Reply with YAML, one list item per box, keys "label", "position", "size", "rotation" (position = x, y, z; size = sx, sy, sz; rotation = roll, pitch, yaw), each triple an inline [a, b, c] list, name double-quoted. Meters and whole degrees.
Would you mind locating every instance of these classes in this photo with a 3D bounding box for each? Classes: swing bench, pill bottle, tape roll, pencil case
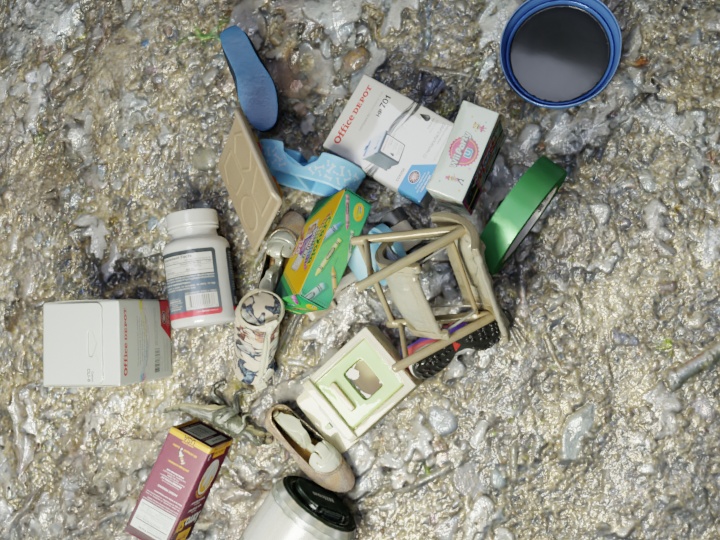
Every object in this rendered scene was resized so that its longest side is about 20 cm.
- label: "swing bench"
  position: [0.111, 0.028, 1.326]
  size: [0.199, 0.130, 0.199]
  rotation: [-17, 127, 9]
- label: "pill bottle"
  position: [-0.285, -0.003, 1.504]
  size: [0.119, 0.120, 0.201]
  rotation: [-9, 85, 11]
- label: "tape roll"
  position: [0.250, -0.086, 1.355]
  size: [0.048, 0.200, 0.201]
  rotation: [37, 95, 11]
- label: "pencil case"
  position: [-0.173, 0.116, 1.440]
  size: [0.078, 0.200, 0.089]
  rotation: [-27, 62, -28]

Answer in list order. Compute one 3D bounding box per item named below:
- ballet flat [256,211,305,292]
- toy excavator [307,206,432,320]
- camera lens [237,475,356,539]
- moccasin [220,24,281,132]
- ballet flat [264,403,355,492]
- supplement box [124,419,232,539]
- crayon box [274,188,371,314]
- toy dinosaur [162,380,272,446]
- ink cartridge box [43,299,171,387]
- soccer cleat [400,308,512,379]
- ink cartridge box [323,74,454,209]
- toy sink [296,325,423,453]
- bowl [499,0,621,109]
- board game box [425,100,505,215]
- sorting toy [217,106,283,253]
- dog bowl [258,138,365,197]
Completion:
- label: "ballet flat"
  position: [-0.143, -0.008, 1.493]
  size: [0.068, 0.067, 0.201]
  rotation: [13, 90, 16]
- label: "toy excavator"
  position: [0.000, 0.000, 1.446]
  size: [0.200, 0.195, 0.100]
  rotation: [-29, 81, -19]
- label: "camera lens"
  position: [-0.115, 0.459, 1.424]
  size: [0.160, 0.160, 0.200]
  rotation: [34, 94, 11]
- label: "moccasin"
  position: [-0.188, -0.342, 1.530]
  size: [0.080, 0.068, 0.201]
  rotation: [-17, 85, 3]
- label: "ballet flat"
  position: [-0.089, 0.302, 1.460]
  size: [0.200, 0.067, 0.068]
  rotation: [36, 58, 15]
- label: "supplement box"
  position: [-0.316, 0.374, 1.496]
  size: [0.085, 0.110, 0.201]
  rotation: [25, 93, 12]
- label: "crayon box"
  position: [-0.065, -0.029, 1.423]
  size: [0.058, 0.119, 0.200]
  rotation: [31, 70, -22]
- label: "toy dinosaur"
  position: [-0.241, 0.244, 1.511]
  size: [0.199, 0.047, 0.088]
  rotation: [19, 73, 2]
- label: "ink cartridge box"
  position: [-0.437, 0.124, 1.488]
  size: [0.144, 0.200, 0.146]
  rotation: [-2, 86, 11]
- label: "soccer cleat"
  position: [0.159, 0.110, 1.426]
  size: [0.200, 0.073, 0.068]
  rotation: [-27, 117, -13]
- label: "ink cartridge box"
  position: [0.060, -0.220, 1.461]
  size: [0.200, 0.086, 0.147]
  rotation: [31, 94, 11]
- label: "toy sink"
  position: [-0.014, 0.207, 1.440]
  size: [0.200, 0.112, 0.130]
  rotation: [-42, 80, 7]
- label: "bowl"
  position: [0.335, -0.369, 1.434]
  size: [0.200, 0.039, 0.201]
  rotation: [-1, 87, 12]
- label: "board game box"
  position: [0.173, -0.174, 1.376]
  size: [0.064, 0.200, 0.148]
  rotation: [24, 93, 13]
- label: "sorting toy"
  position: [-0.186, -0.152, 1.455]
  size: [0.036, 0.200, 0.186]
  rotation: [-16, 70, -25]
- label: "dog bowl"
  position: [-0.092, -0.170, 1.468]
  size: [0.199, 0.111, 0.050]
  rotation: [17, 81, 17]
